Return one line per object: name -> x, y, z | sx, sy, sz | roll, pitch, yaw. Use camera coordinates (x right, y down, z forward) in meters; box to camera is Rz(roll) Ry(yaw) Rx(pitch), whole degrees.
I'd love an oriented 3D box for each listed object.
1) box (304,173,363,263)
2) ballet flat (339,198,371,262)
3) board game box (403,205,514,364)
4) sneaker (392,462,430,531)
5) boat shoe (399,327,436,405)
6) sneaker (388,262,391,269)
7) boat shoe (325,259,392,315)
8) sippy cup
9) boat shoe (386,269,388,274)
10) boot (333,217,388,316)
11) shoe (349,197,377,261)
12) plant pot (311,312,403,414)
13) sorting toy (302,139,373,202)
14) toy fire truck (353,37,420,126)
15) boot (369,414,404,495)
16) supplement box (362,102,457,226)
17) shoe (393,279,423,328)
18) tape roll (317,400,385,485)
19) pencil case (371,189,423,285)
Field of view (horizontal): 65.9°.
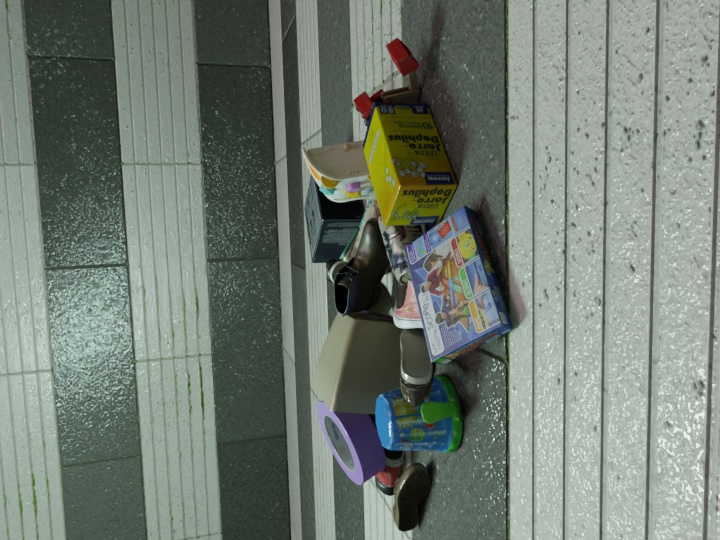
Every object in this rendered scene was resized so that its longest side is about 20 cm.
box -> -0.078, -0.159, 1.544 | 0.200, 0.120, 0.204 | 113, 151, -55
ballet flat -> 0.020, -0.088, 1.284 | 0.203, 0.066, 0.068 | -63, 4, -19
board game box -> 0.143, 0.022, 0.850 | 0.134, 0.034, 0.204 | -34, 54, 37
sneaker -> 0.094, 0.456, 1.158 | 0.076, 0.069, 0.204 | -114, 27, -53
boat shoe -> 0.102, 0.159, 0.984 | 0.201, 0.070, 0.061 | -71, -16, -66
sneaker -> 0.060, -0.101, 1.170 | 0.114, 0.071, 0.206 | 148, 117, -75
boat shoe -> -0.007, 0.036, 1.242 | 0.075, 0.198, 0.066 | -59, 37, 0
sippy cup -> 0.098, 0.264, 0.999 | 0.141, 0.127, 0.181 | -115, 27, -50
boat shoe -> 0.014, -0.030, 1.340 | 0.200, 0.068, 0.073 | -146, 56, -69
boot -> 0.000, 0.000, 1.119 | 0.074, 0.096, 0.204 | 23, 121, 34
shoe -> 0.022, -0.101, 1.214 | 0.070, 0.052, 0.204 | 49, -128, -63
plant pot -> 0.018, 0.187, 1.181 | 0.199, 0.195, 0.182 | -167, 84, -73
sorting toy -> -0.020, -0.206, 1.252 | 0.180, 0.195, 0.109 | 86, 174, -73
toy fire truck -> 0.064, -0.324, 1.053 | 0.200, 0.140, 0.049 | 36, -157, -59
boot -> 0.041, 0.433, 1.343 | 0.201, 0.071, 0.147 | -122, 31, -53
supplement box -> 0.083, -0.193, 1.000 | 0.110, 0.106, 0.204 | 110, 152, -54
shoe -> 0.109, 0.052, 1.001 | 0.199, 0.070, 0.093 | -4, 102, 69
tape roll -> -0.023, 0.376, 1.259 | 0.200, 0.065, 0.203 | 48, 151, 37
pencil case -> 0.085, -0.067, 1.045 | 0.078, 0.088, 0.204 | -51, 49, 53
